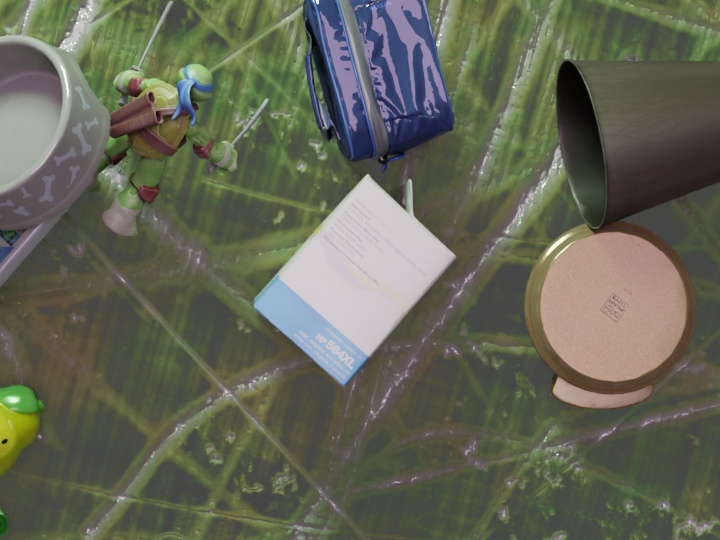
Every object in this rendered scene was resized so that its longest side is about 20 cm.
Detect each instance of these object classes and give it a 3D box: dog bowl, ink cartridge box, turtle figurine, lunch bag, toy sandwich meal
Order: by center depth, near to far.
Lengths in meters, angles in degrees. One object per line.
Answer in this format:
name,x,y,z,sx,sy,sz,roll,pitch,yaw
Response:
dog bowl,-0.349,-0.142,1.215,0.199,0.059,0.201,-6,71,19
lunch bag,0.010,-0.201,1.264,0.132,0.136,0.201,-14,93,-3
ink cartridge box,0.000,0.000,1.269,0.125,0.129,0.200,42,88,-4
turtle figurine,-0.203,-0.141,1.282,0.144,0.200,0.194,37,109,-25
toy sandwich meal,0.267,0.047,1.321,0.204,0.070,0.206,0,86,-2

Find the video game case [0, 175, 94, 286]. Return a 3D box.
video game case,-0.396,-0.074,1.258,0.182,0.022,0.200,40,87,23

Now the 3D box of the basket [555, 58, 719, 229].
basket,0.325,-0.148,1.291,0.199,0.136,0.181,-10,86,-7

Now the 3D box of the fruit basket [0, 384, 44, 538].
fruit basket,-0.424,0.194,1.243,0.215,0.156,0.217,2,100,11
